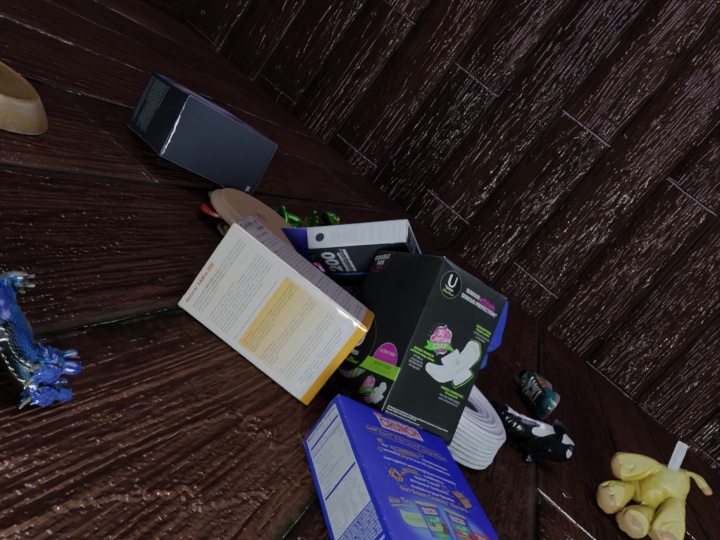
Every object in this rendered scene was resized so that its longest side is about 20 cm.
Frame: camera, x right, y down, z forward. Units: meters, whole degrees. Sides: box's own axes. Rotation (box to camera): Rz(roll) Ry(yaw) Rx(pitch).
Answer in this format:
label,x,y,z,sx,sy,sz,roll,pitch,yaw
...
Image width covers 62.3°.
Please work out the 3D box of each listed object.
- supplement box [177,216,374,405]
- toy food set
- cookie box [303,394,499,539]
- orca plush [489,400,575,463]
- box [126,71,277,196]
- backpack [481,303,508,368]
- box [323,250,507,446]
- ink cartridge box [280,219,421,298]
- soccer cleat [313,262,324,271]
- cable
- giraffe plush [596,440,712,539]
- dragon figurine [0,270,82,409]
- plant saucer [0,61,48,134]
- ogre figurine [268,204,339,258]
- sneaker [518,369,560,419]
label,x,y,z,sx,sy,sz,roll,pitch,yaw
supplement box,-0.099,0.046,0.723,0.200,0.126,0.074,39,14,-1
toy food set,-0.189,-0.078,1.054,0.200,0.049,0.198,45,15,22
cookie box,0.046,0.238,0.589,0.171,0.075,0.200,30,16,-30
orca plush,0.310,0.305,1.067,0.200,0.105,0.071,43,44,-28
box,-0.297,-0.255,1.119,0.199,0.124,0.198,23,11,-45
backpack,0.147,0.097,1.128,0.199,0.169,0.162,7,-15,42
box,0.065,0.091,0.762,0.124,0.201,0.148,30,-11,-31
ink cartridge box,0.000,0.000,0.906,0.198,0.198,0.044,59,36,-53
soccer cleat,-0.045,0.016,1.061,0.199,0.077,0.067,29,15,-37
cable,0.140,0.211,0.928,0.200,0.069,0.200,41,14,7
giraffe plush,0.561,0.438,1.158,0.173,0.200,0.163,43,-15,33
dragon figurine,-0.291,0.031,0.418,0.199,0.059,0.100,31,15,-35
plant saucer,-0.520,-0.262,0.813,0.200,0.036,0.200,36,14,-10
ogre figurine,-0.096,-0.075,1.187,0.199,0.099,0.120,-1,-12,40
sneaker,0.409,0.286,1.399,0.080,0.072,0.200,35,8,4
